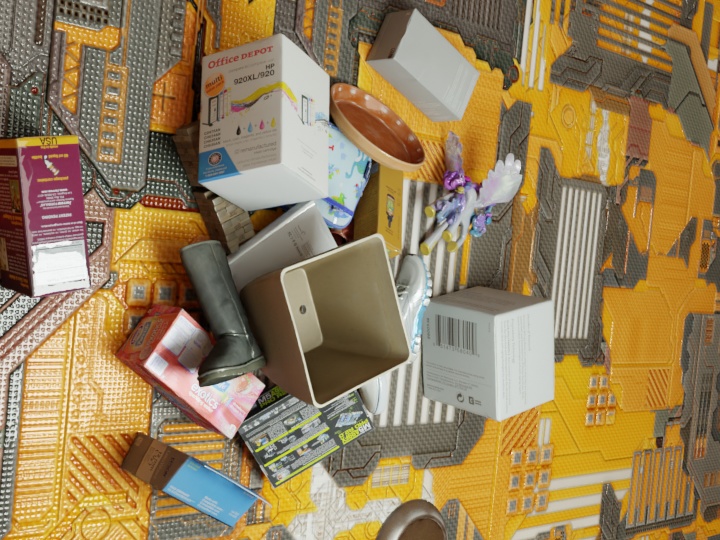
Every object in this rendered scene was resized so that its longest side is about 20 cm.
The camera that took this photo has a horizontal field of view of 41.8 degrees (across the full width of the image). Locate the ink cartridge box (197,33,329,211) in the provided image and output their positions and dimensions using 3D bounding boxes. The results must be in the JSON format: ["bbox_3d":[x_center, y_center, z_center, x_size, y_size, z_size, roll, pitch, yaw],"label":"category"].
[{"bbox_3d":[-0.140,-0.213,1.386,0.144,0.145,0.203,30,56,-60],"label":"ink cartridge box"}]

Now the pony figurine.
[{"bbox_3d":[0.196,-0.136,1.756,0.200,0.165,0.194,-43,152,-32],"label":"pony figurine"}]

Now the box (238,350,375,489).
[{"bbox_3d":[-0.092,0.244,1.534,0.198,0.044,0.161,-30,126,-6],"label":"box"}]

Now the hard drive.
[{"bbox_3d":[-0.131,-0.008,1.503,0.199,0.026,0.133,-37,127,-13],"label":"hard drive"}]

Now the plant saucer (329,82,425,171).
[{"bbox_3d":[0.023,-0.235,1.574,0.199,0.202,0.032,17,126,-41],"label":"plant saucer"}]

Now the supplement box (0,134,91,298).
[{"bbox_3d":[-0.422,-0.074,1.237,0.085,0.110,0.203,-10,102,-39],"label":"supplement box"}]

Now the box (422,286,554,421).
[{"bbox_3d":[0.239,0.149,1.774,0.170,0.198,0.203,-13,105,-39],"label":"box"}]

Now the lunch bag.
[{"bbox_3d":[-0.081,-0.165,1.542,0.199,0.082,0.163,29,79,-38],"label":"lunch bag"}]

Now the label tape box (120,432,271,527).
[{"bbox_3d":[-0.242,0.313,1.377,0.143,0.199,0.067,40,72,-36],"label":"label tape box"}]

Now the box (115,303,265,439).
[{"bbox_3d":[-0.253,0.151,1.418,0.200,0.094,0.103,47,65,-34],"label":"box"}]

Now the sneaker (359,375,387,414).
[{"bbox_3d":[-0.006,0.161,1.657,0.070,0.073,0.203,-16,97,-29],"label":"sneaker"}]

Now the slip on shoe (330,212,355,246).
[{"bbox_3d":[0.000,0.000,1.635,0.061,0.074,0.202,-33,109,-32],"label":"slip on shoe"}]

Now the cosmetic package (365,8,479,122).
[{"bbox_3d":[0.114,-0.363,1.684,0.199,0.090,0.108,35,73,-34],"label":"cosmetic package"}]

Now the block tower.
[{"bbox_3d":[-0.223,-0.129,1.440,0.057,0.054,0.203,-30,114,-33],"label":"block tower"}]

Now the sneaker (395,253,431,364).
[{"bbox_3d":[0.071,0.068,1.706,0.086,0.075,0.203,8,90,-35],"label":"sneaker"}]

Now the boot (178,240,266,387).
[{"bbox_3d":[-0.210,0.057,1.349,0.182,0.072,0.203,-11,85,-78],"label":"boot"}]

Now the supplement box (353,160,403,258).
[{"bbox_3d":[0.031,-0.119,1.604,0.066,0.068,0.203,28,51,-39],"label":"supplement box"}]

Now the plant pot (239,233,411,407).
[{"bbox_3d":[-0.070,0.071,1.418,0.198,0.176,0.203,-22,102,-38],"label":"plant pot"}]

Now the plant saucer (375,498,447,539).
[{"bbox_3d":[0.104,0.545,1.814,0.198,0.032,0.204,-6,99,-41],"label":"plant saucer"}]
